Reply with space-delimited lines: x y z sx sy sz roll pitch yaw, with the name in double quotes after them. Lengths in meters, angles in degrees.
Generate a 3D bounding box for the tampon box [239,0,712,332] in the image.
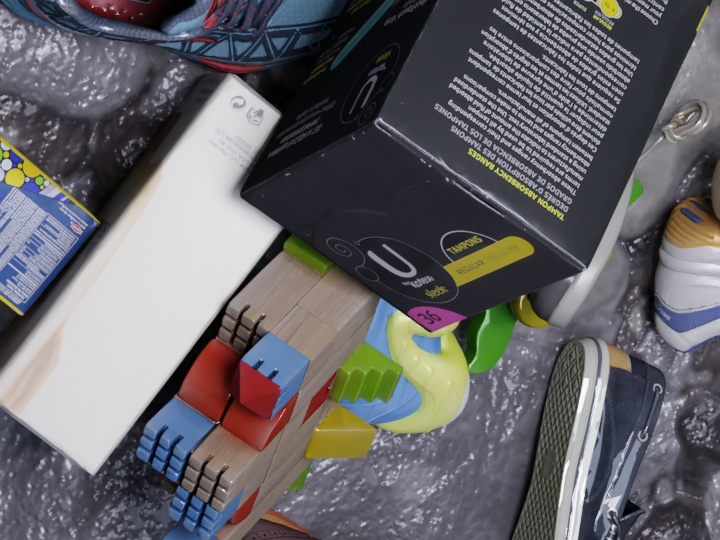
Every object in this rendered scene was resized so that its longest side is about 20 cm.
0.062 -0.095 1.415 0.126 0.150 0.200 35 65 -16 "tampon box"

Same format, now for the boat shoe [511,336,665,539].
0.126 0.138 1.650 0.062 0.075 0.200 12 93 -19 "boat shoe"

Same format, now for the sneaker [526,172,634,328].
0.086 -0.068 1.546 0.106 0.075 0.200 17 60 -9 "sneaker"

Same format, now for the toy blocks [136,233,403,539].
-0.060 0.075 1.486 0.137 0.100 0.200 -46 164 -43 "toy blocks"

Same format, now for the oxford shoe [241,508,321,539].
0.002 0.187 1.607 0.200 0.073 0.071 20 95 -27 "oxford shoe"

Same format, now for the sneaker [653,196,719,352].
0.256 0.011 1.683 0.200 0.075 0.088 6 113 -18 "sneaker"

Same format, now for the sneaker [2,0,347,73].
-0.081 -0.134 1.474 0.200 0.096 0.079 2 103 -24 "sneaker"

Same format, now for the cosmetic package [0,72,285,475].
-0.106 -0.001 1.489 0.071 0.105 0.200 38 85 -10 "cosmetic package"

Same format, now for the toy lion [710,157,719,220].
0.268 -0.125 1.563 0.069 0.192 0.200 10 80 -25 "toy lion"

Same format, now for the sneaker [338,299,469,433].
0.000 0.000 1.557 0.105 0.076 0.200 -15 110 -19 "sneaker"

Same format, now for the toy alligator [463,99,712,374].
0.109 -0.032 1.605 0.200 0.059 0.054 -49 116 -5 "toy alligator"

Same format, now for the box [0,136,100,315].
-0.227 -0.066 1.442 0.200 0.070 0.064 42 84 -27 "box"
